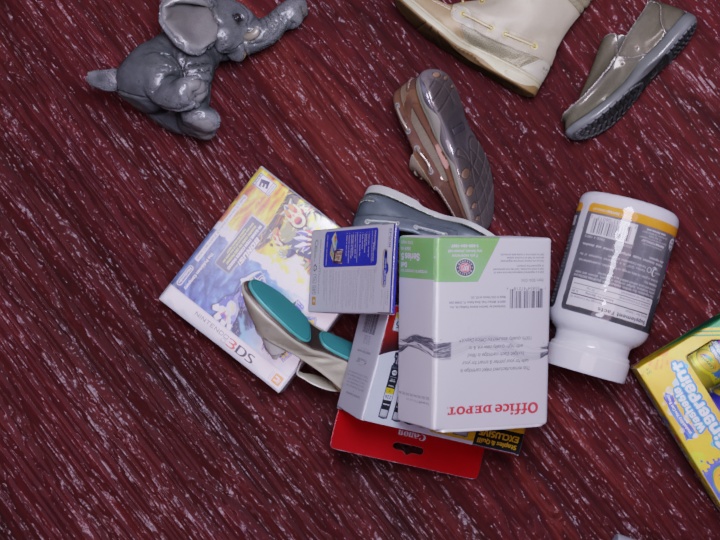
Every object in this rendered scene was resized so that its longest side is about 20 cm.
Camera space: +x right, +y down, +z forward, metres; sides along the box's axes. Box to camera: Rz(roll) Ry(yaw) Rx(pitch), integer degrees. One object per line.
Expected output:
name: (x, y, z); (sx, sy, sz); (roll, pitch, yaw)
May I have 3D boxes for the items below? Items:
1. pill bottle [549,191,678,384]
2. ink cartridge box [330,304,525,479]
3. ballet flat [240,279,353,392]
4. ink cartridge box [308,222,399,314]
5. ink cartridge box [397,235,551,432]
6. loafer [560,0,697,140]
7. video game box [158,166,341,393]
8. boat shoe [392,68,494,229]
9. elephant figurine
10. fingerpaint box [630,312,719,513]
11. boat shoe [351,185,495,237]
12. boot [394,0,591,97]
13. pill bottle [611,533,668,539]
pill bottle: (0.278, 0.020, 1.612); (0.116, 0.116, 0.200); (16, 89, 4)
ink cartridge box: (0.085, 0.140, 1.599); (0.200, 0.084, 0.176); (14, 89, -21)
ballet flat: (-0.066, 0.086, 1.616); (0.200, 0.069, 0.069); (34, 90, -17)
ink cartridge box: (0.000, 0.000, 1.554); (0.037, 0.200, 0.095); (4, 87, -25)
ink cartridge box: (0.119, 0.063, 1.511); (0.145, 0.084, 0.200); (0, 93, -28)
loafer: (0.298, -0.232, 1.651); (0.200, 0.075, 0.070); (-45, 74, -4)
video game box: (-0.104, 0.011, 1.674); (0.182, 0.047, 0.200); (37, 90, 2)
boat shoe: (0.096, -0.132, 1.661); (0.072, 0.076, 0.200); (-16, 96, 36)
elephant figurine: (-0.185, -0.264, 1.665); (0.141, 0.155, 0.200); (12, 74, 47)
fingerpaint box: (0.429, 0.152, 1.616); (0.167, 0.073, 0.200); (-31, 86, 2)
boat shoe: (0.083, -0.030, 1.642); (0.200, 0.073, 0.062); (26, 63, 12)
boot: (0.155, -0.314, 1.656); (0.200, 0.073, 0.156); (32, 90, 3)
pill bottle: (0.366, 0.367, 1.592); (0.200, 0.111, 0.111); (21, 89, 5)
